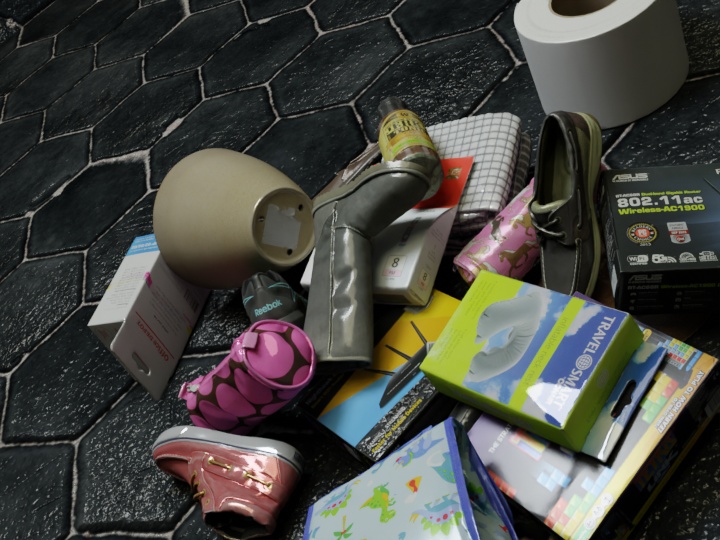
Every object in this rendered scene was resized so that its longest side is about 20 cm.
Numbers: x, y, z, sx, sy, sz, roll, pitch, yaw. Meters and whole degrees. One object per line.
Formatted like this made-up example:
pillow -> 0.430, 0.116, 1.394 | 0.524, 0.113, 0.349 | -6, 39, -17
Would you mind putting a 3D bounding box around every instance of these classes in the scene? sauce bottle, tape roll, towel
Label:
sauce bottle -> 0.052, -0.155, 1.120 | 0.064, 0.065, 0.201 | -26, 32, 6
tape roll -> 0.313, -0.301, 1.197 | 0.200, 0.140, 0.205 | -18, 40, 15
towel -> 0.111, -0.098, 1.155 | 0.197, 0.086, 0.168 | -9, 50, 34

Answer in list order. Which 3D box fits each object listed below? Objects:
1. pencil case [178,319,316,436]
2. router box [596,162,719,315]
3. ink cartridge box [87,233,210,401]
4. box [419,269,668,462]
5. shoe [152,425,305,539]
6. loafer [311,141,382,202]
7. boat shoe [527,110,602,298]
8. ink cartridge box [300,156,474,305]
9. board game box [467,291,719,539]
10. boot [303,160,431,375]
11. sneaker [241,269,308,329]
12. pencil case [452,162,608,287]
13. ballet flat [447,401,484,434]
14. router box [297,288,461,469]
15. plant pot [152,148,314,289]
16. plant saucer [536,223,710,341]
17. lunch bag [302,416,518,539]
pencil case -> -0.125, 0.120, 0.994 | 0.200, 0.093, 0.091 | -43, 16, 50
router box -> 0.339, -0.034, 0.900 | 0.196, 0.063, 0.151 | -2, 44, 7
ink cartridge box -> -0.281, 0.062, 1.216 | 0.067, 0.116, 0.202 | -8, 43, 27
box -> 0.160, 0.080, 0.837 | 0.199, 0.048, 0.123 | 18, 68, 48
shoe -> -0.159, 0.227, 0.986 | 0.197, 0.072, 0.092 | 0, 43, 29
loafer -> -0.001, -0.127, 1.270 | 0.199, 0.073, 0.071 | -38, 38, -10
boat shoe -> 0.199, -0.060, 0.928 | 0.071, 0.065, 0.205 | 4, 90, 55
ink cartridge box -> 0.032, -0.058, 1.086 | 0.161, 0.057, 0.203 | 1, 64, 40
board game box -> 0.204, 0.136, 0.829 | 0.201, 0.057, 0.165 | -51, 42, -9
boot -> 0.002, 0.001, 0.983 | 0.181, 0.072, 0.203 | -26, 48, 44
sneaker -> -0.097, 0.036, 1.091 | 0.075, 0.080, 0.200 | -26, 2, -2
pencil case -> 0.192, -0.051, 1.016 | 0.200, 0.083, 0.087 | -48, 21, 1
ballet flat -> 0.133, 0.132, 0.911 | 0.200, 0.057, 0.066 | -49, -2, -14
router box -> 0.048, 0.114, 0.985 | 0.200, 0.051, 0.148 | -45, 37, -18
plant pot -> -0.140, -0.059, 1.162 | 0.187, 0.188, 0.199 | -46, 27, -19
plant saucer -> 0.271, 0.008, 0.968 | 0.198, 0.037, 0.202 | -19, 38, 16
lunch bag -> 0.044, 0.244, 0.772 | 0.169, 0.127, 0.202 | -33, 46, 13
